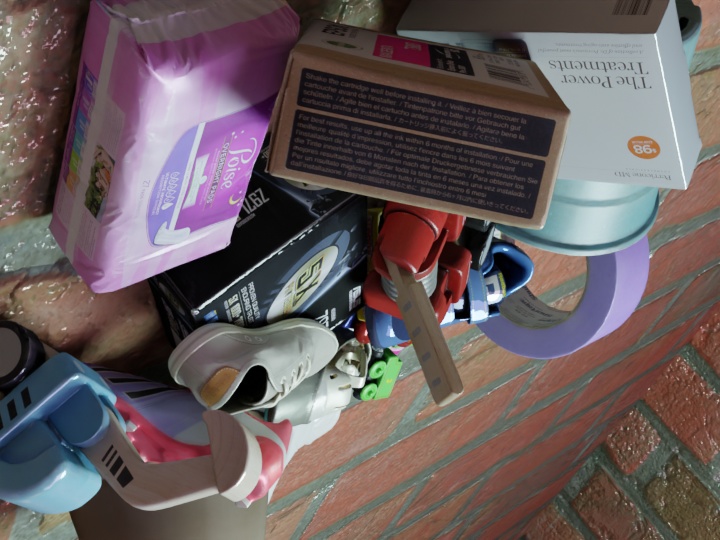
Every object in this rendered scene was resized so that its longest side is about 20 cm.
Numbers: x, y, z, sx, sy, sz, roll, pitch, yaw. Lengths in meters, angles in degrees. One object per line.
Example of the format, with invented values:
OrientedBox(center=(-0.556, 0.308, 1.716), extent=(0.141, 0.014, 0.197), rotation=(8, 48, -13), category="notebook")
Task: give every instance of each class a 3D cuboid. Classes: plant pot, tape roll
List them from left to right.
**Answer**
OrientedBox(center=(-0.161, 0.229, 1.004), extent=(0.197, 0.176, 0.200), rotation=(-9, 162, -3), category="plant pot")
OrientedBox(center=(0.201, -0.013, 1.240), extent=(0.084, 0.200, 0.201), rotation=(-15, 146, -52), category="tape roll")
OrientedBox(center=(0.191, -0.153, 0.998), extent=(0.199, 0.200, 0.198), rotation=(-28, 147, -32), category="plant pot")

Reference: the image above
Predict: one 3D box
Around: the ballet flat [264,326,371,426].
OrientedBox(center=(-0.030, 0.097, 1.065), extent=(0.200, 0.063, 0.068), rotation=(-48, 154, -70), category="ballet flat")

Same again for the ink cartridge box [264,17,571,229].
OrientedBox(center=(0.035, -0.099, 0.726), extent=(0.200, 0.162, 0.076), rotation=(-85, -173, -72), category="ink cartridge box")

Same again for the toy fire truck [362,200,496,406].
OrientedBox(center=(0.050, 0.005, 0.900), extent=(0.177, 0.127, 0.202), rotation=(90, 23, -61), category="toy fire truck")

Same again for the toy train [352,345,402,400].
OrientedBox(center=(0.039, 0.056, 1.248), extent=(0.056, 0.042, 0.202), rotation=(-4, 125, -42), category="toy train")

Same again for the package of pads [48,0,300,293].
OrientedBox(center=(-0.117, -0.087, 0.718), extent=(0.120, 0.076, 0.201), rotation=(-23, 152, -37), category="package of pads")

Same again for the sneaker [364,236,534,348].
OrientedBox(center=(0.081, 0.014, 1.048), extent=(0.199, 0.081, 0.075), rotation=(-29, 123, -43), category="sneaker")

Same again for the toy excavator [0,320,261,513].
OrientedBox(center=(-0.191, 0.124, 0.813), extent=(0.194, 0.200, 0.100), rotation=(-40, 159, -5), category="toy excavator")

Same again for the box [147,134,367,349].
OrientedBox(center=(-0.081, 0.001, 0.933), extent=(0.163, 0.086, 0.201), rotation=(-36, 158, -18), category="box")

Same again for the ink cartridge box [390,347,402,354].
OrientedBox(center=(0.035, 0.061, 1.322), extent=(0.200, 0.037, 0.095), rotation=(-43, 158, 6), category="ink cartridge box")

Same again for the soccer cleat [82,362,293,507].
OrientedBox(center=(-0.148, 0.116, 0.912), extent=(0.077, 0.198, 0.067), rotation=(-56, 164, -44), category="soccer cleat")

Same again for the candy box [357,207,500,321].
OrientedBox(center=(0.071, -0.015, 1.114), extent=(0.199, 0.026, 0.104), rotation=(-9, 108, -49), category="candy box")

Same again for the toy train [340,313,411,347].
OrientedBox(center=(0.000, 0.000, 1.102), extent=(0.199, 0.084, 0.117), rotation=(11, 108, -56), category="toy train")

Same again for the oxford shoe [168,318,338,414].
OrientedBox(center=(-0.072, 0.078, 0.895), extent=(0.075, 0.058, 0.199), rotation=(-51, 159, 16), category="oxford shoe")

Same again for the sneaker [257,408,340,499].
OrientedBox(center=(-0.082, 0.184, 1.179), extent=(0.115, 0.074, 0.201), rotation=(-20, 148, -51), category="sneaker")

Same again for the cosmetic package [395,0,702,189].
OrientedBox(center=(0.141, -0.135, 0.858), extent=(0.052, 0.197, 0.151), rotation=(-63, 144, -28), category="cosmetic package")
